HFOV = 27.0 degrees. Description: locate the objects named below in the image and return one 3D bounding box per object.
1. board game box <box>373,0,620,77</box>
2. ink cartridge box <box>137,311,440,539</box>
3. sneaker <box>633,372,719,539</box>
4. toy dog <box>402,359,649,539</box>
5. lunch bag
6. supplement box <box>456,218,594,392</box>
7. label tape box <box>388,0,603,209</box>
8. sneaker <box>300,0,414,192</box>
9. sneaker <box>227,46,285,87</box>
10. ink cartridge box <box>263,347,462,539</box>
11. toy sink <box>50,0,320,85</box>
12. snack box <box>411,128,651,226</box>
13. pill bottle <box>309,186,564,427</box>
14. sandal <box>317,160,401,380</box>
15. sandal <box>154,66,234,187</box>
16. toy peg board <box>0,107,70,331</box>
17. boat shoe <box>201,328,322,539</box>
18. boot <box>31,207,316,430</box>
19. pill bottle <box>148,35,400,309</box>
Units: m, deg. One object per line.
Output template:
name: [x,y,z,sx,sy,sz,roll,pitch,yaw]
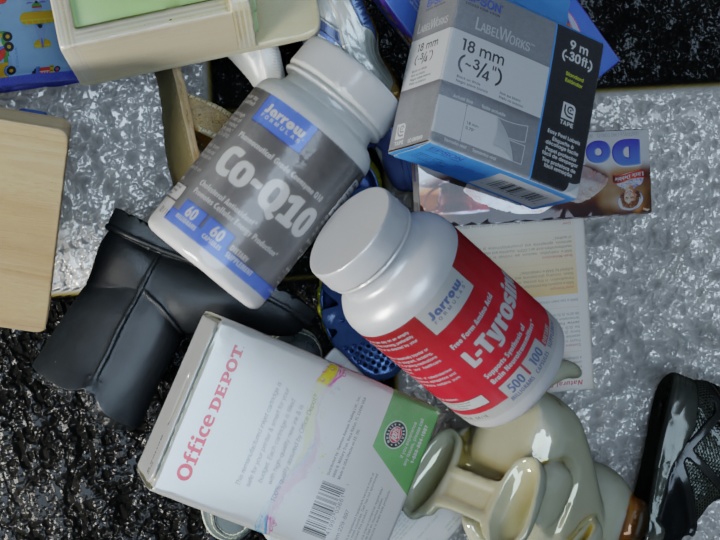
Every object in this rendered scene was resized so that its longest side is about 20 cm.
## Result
board game box: [0.108,-0.216,1.278,0.134,0.045,0.200,-40,107,-2]
ink cartridge box: [-0.060,0.137,1.207,0.200,0.087,0.146,23,86,-17]
sneaker: [0.306,0.201,1.347,0.114,0.076,0.200,14,89,-3]
toy dog: [0.155,0.188,1.278,0.200,0.139,0.194,40,63,-41]
lunch bag: [-0.277,-0.225,1.224,0.199,0.094,0.151,-9,96,-18]
supplement box: [0.129,0.007,1.303,0.126,0.074,0.201,-4,96,-8]
label tape box: [0.114,-0.167,1.185,0.144,0.063,0.201,18,76,-27]
sneaker: [-0.010,-0.151,1.276,0.088,0.075,0.200,-24,91,5]
sneaker: [-0.133,-0.227,1.245,0.088,0.075,0.200,-27,89,-6]
ink cartridge box: [-0.013,0.187,1.296,0.200,0.047,0.160,45,81,-16]
toy sink: [-0.137,-0.236,1.149,0.199,0.112,0.131,-11,82,-3]
snack box: [0.143,-0.077,1.247,0.199,0.024,0.072,-4,94,-9]
pill bottle: [0.059,0.027,1.176,0.200,0.112,0.112,40,90,-27]
sandal: [0.000,0.000,1.280,0.079,0.087,0.201,-13,100,-8]
sandal: [-0.131,-0.130,1.253,0.069,0.078,0.212,-23,106,-22]
toy peg board: [-0.334,-0.070,1.187,0.199,0.098,0.200,9,127,-9]
boat shoe: [-0.086,0.145,1.295,0.073,0.062,0.200,23,93,-11]
boot: [-0.158,0.061,1.267,0.200,0.076,0.169,25,89,-3]
pill bottle: [-0.064,-0.079,1.184,0.114,0.114,0.200,39,86,-10]
